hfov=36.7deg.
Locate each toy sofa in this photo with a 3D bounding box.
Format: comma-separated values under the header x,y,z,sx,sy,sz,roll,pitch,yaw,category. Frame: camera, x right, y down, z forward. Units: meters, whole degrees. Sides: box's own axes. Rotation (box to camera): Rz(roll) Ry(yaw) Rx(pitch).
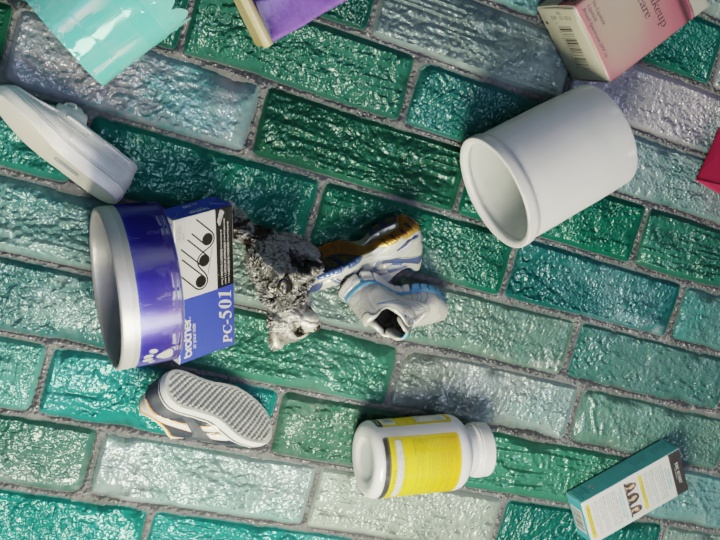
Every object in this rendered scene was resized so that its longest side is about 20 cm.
x,y,z,sx,sy,sz,roll,pitch,yaw,category
-0.062,-0.370,1.404,0.199,0.097,0.084,-32,111,-13,toy sofa

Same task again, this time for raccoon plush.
x,y,z,sx,sy,sz,roll,pitch,yaw,category
-0.124,0.008,1.466,0.096,0.200,0.135,-18,142,-38,raccoon plush

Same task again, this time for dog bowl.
x,y,z,sx,sy,sz,roll,pitch,yaw,category
-0.279,0.018,1.345,0.078,0.200,0.203,-8,104,-22,dog bowl

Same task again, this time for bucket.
x,y,z,sx,sy,sz,roll,pitch,yaw,category
-0.309,-0.327,1.263,0.134,0.207,0.208,-40,113,-2,bucket

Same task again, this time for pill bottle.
x,y,z,sx,sy,sz,roll,pitch,yaw,category
0.095,0.271,1.598,0.197,0.112,0.114,-1,102,-21,pill bottle

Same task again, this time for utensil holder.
x,y,z,sx,sy,sz,roll,pitch,yaw,category
0.269,-0.153,1.546,0.198,0.170,0.172,-28,110,-15,utensil holder

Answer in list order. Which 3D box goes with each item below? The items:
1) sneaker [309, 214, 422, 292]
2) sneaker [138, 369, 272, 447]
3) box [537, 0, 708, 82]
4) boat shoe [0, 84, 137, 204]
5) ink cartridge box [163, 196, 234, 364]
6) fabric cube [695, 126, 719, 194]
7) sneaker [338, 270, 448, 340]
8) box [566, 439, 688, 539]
x,y,z,sx,sy,sz,roll,pitch,yaw,category
0.000,0.000,1.524,0.198,0.076,0.089,-21,127,-7,sneaker
-0.212,0.194,1.482,0.079,0.079,0.199,-29,136,32,sneaker
0.379,-0.382,1.572,0.199,0.109,0.129,-38,112,-10,box
-0.362,-0.169,1.348,0.199,0.072,0.069,39,65,-18,boat shoe
-0.214,0.013,1.421,0.093,0.044,0.203,-19,121,-40,ink cartridge box
0.686,-0.181,1.689,0.194,0.200,0.201,24,93,-25,fabric cube
0.057,0.065,1.526,0.198,0.087,0.075,10,131,-43,sneaker
0.441,0.363,1.791,0.198,0.049,0.083,-24,110,-15,box
